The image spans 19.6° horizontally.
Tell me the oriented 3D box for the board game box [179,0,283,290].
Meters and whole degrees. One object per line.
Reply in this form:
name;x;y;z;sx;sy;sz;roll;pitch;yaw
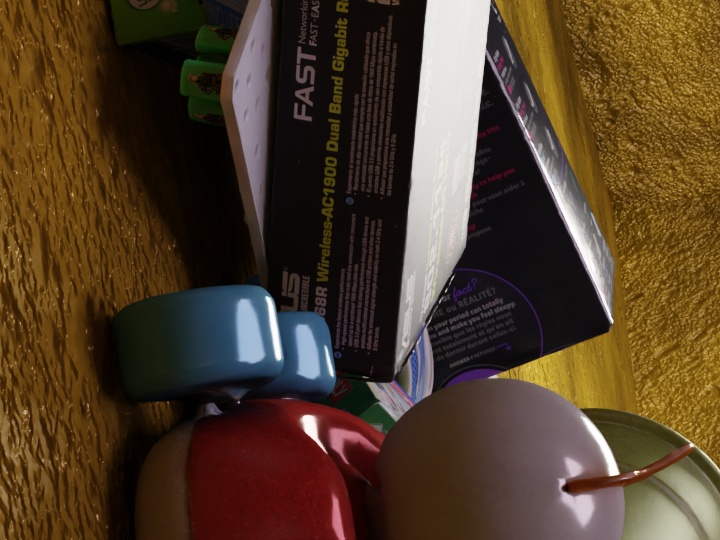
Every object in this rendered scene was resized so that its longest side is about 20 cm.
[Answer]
board game box;-0.029;-0.096;0.919;0.200;0.026;0.200;82;21;-56

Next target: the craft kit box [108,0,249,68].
craft kit box;-0.078;-0.188;0.931;0.200;0.048;0.198;5;77;-79

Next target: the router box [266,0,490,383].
router box;0.011;-0.073;0.909;0.150;0.062;0.200;-57;153;-61

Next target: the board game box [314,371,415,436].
board game box;0.040;0.105;0.987;0.200;0.029;0.135;48;4;-27

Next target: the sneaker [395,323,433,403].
sneaker;0.000;0.000;1.061;0.077;0.076;0.200;-82;158;-72

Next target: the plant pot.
plant pot;0.147;0.222;1.395;0.190;0.200;0.200;-51;130;-62

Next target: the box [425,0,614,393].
box;0.046;-0.049;1.140;0.200;0.122;0.106;64;15;-15

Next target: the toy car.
toy car;0.029;0.093;0.783;0.177;0.200;0.185;31;49;-76

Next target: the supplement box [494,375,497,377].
supplement box;0.044;0.026;1.317;0.109;0.061;0.200;30;49;-76
